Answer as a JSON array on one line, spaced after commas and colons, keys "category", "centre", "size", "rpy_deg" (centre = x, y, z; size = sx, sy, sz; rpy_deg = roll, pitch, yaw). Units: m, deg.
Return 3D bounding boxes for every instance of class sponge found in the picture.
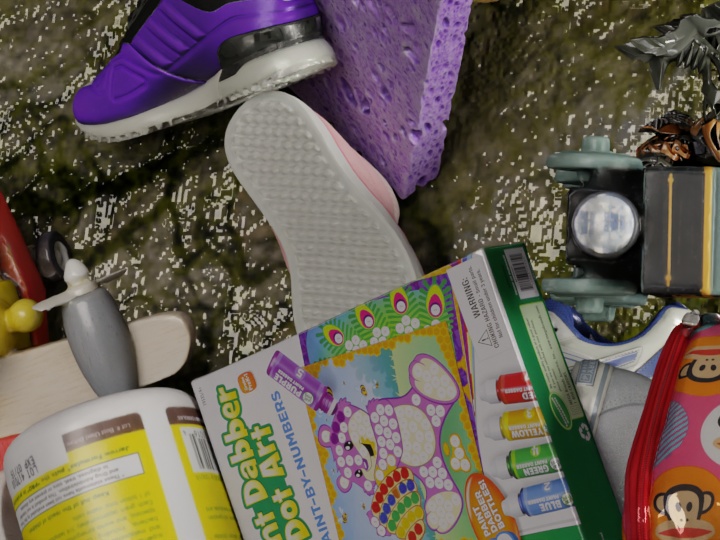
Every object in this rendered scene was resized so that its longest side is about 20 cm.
[{"category": "sponge", "centre": [0.009, -0.139, 1.442], "size": [0.030, 0.200, 0.112], "rpy_deg": [-32, 63, -26]}]

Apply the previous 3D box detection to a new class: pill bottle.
[{"category": "pill bottle", "centre": [-0.107, 0.169, 1.374], "size": [0.109, 0.109, 0.201], "rpy_deg": [-23, 73, 16]}]

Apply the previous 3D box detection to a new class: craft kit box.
[{"category": "craft kit box", "centre": [0.028, 0.113, 1.333], "size": [0.197, 0.048, 0.201], "rpy_deg": [-26, 80, 36]}]

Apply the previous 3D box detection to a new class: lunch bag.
[{"category": "lunch bag", "centre": [0.190, 0.121, 1.290], "size": [0.081, 0.201, 0.177], "rpy_deg": [-1, 42, 23]}]

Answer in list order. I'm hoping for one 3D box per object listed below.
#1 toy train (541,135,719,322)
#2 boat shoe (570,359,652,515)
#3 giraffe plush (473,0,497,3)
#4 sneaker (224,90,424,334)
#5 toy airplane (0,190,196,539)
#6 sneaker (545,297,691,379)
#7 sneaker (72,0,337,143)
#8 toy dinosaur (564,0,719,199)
[{"category": "toy train", "centre": [0.149, -0.016, 1.302], "size": [0.113, 0.200, 0.086], "rpy_deg": [3, 88, 9]}, {"category": "boat shoe", "centre": [0.124, 0.142, 1.356], "size": [0.071, 0.070, 0.202], "rpy_deg": [12, 117, 10]}, {"category": "giraffe plush", "centre": [0.083, -0.215, 1.459], "size": [0.162, 0.173, 0.201], "rpy_deg": [-22, 99, 27]}, {"category": "sneaker", "centre": [0.000, 0.000, 1.450], "size": [0.075, 0.105, 0.201], "rpy_deg": [-32, 62, 10]}, {"category": "toy airplane", "centre": [-0.214, 0.063, 1.507], "size": [0.199, 0.141, 0.201], "rpy_deg": [34, 92, 25]}, {"category": "sneaker", "centre": [0.088, 0.058, 1.416], "size": [0.199, 0.075, 0.089], "rpy_deg": [-4, 90, 11]}, {"category": "sneaker", "centre": [-0.096, -0.137, 1.506], "size": [0.200, 0.069, 0.100], "rpy_deg": [-15, 94, 45]}, {"category": "toy dinosaur", "centre": [0.200, -0.073, 1.410], "size": [0.199, 0.102, 0.136], "rpy_deg": [-22, 93, 2]}]
